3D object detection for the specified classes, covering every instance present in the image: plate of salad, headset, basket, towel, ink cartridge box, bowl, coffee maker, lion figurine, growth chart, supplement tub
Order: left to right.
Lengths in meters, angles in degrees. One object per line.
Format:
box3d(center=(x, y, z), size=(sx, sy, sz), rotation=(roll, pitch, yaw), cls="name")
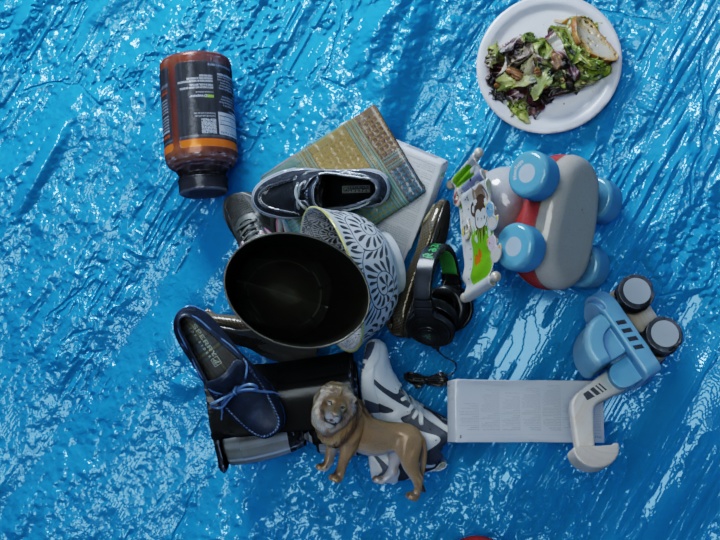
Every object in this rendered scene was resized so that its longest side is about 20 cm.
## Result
box3d(center=(-0.232, -0.207, 1.693), size=(0.107, 0.107, 0.200), rotation=(-6, 81, 12), cls="supplement tub")
box3d(center=(-0.100, 0.169, 1.572), size=(0.200, 0.192, 0.135), rotation=(-8, 40, 1), cls="coffee maker")
box3d(center=(-0.092, 0.029, 1.504), size=(0.180, 0.200, 0.136), rotation=(16, 85, -9), cls="basket")
box3d(center=(-0.025, -0.119, 1.639), size=(0.200, 0.022, 0.147), rotation=(-31, 87, 19), cls="towel")
box3d(center=(0.000, 0.000, 1.576), size=(0.094, 0.201, 0.201), rotation=(-17, 77, -20), cls="bowl")
box3d(center=(0.016, -0.090, 1.664), size=(0.161, 0.050, 0.200), rotation=(24, 106, 14), cls="ink cartridge box")
box3d(center=(0.018, 0.216, 1.511), size=(0.200, 0.072, 0.123), rotation=(17, 96, -28), cls="lion figurine")
box3d(center=(0.094, 0.062, 1.584), size=(0.094, 0.124, 0.200), rotation=(1, 107, 23), cls="headset")
box3d(center=(0.149, -0.058, 1.528), size=(0.018, 0.145, 0.200), rotation=(2, 67, -14), cls="growth chart")
box3d(center=(0.258, -0.288, 1.625), size=(0.200, 0.048, 0.200), rotation=(-2, 83, 12), cls="plate of salad")

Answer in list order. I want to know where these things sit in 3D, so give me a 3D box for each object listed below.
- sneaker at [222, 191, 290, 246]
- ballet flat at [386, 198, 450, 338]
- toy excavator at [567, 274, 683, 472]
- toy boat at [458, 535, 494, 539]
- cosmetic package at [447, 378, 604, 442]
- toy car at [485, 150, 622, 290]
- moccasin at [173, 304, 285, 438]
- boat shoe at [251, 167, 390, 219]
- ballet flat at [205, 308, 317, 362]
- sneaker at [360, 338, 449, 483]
box3d(center=(-0.134, -0.028, 1.652), size=(0.080, 0.086, 0.200), rotation=(-37, 76, 12), cls="sneaker")
box3d(center=(0.078, -0.005, 1.622), size=(0.046, 0.067, 0.200), rotation=(18, 92, 23), cls="ballet flat")
box3d(center=(0.313, 0.132, 1.498), size=(0.200, 0.100, 0.195), rotation=(-28, 74, -12), cls="toy excavator")
box3d(center=(0.119, 0.429, 1.515), size=(0.200, 0.131, 0.131), rotation=(-34, 77, 6), cls="toy boat")
box3d(center=(0.214, 0.184, 1.536), size=(0.200, 0.051, 0.083), rotation=(2, 80, -9), cls="cosmetic package")
box3d(center=(0.210, -0.070, 1.569), size=(0.200, 0.184, 0.177), rotation=(10, 88, 45), cls="toy car")
box3d(center=(-0.175, 0.135, 1.488), size=(0.080, 0.068, 0.200), rotation=(-43, 90, 1), cls="moccasin")
box3d(center=(-0.062, -0.105, 1.605), size=(0.200, 0.068, 0.072), rotation=(0, 96, 18), cls="boat shoe")
box3d(center=(-0.153, 0.087, 1.658), size=(0.200, 0.067, 0.046), rotation=(7, 42, 16), cls="ballet flat")
box3d(center=(0.071, 0.186, 1.577), size=(0.130, 0.079, 0.199), rotation=(-5, 94, 4), cls="sneaker")
